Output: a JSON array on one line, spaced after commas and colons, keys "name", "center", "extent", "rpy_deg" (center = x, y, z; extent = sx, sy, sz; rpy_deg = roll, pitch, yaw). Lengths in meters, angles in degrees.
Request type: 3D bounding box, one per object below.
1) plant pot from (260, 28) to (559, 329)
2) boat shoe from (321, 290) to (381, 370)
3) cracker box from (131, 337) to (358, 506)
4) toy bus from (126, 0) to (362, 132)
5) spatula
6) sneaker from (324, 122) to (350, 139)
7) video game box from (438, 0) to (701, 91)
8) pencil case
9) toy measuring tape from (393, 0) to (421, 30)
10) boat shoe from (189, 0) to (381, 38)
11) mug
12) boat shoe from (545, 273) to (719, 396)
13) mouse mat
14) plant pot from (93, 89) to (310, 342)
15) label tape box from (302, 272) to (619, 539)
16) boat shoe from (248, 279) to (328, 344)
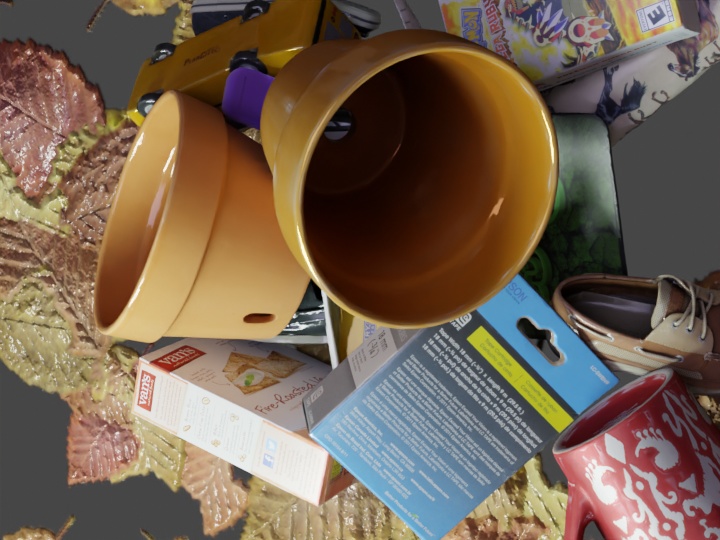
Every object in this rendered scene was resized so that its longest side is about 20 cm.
[{"name": "plant pot", "center": [0.015, -0.086, 1.092], "extent": [0.183, 0.198, 0.202], "rpy_deg": [42, 116, 59]}, {"name": "boat shoe", "center": [-0.005, 0.001, 1.201], "extent": [0.074, 0.086, 0.205], "rpy_deg": [1, 90, 13]}, {"name": "cracker box", "center": [-0.076, 0.116, 1.282], "extent": [0.198, 0.134, 0.058], "rpy_deg": [22, 113, 25]}, {"name": "toy bus", "center": [-0.100, -0.163, 1.247], "extent": [0.198, 0.078, 0.066], "rpy_deg": [-17, 48, 35]}, {"name": "spatula", "center": [-0.013, -0.120, 1.206], "extent": [0.197, 0.021, 0.057], "rpy_deg": [11, 134, -5]}, {"name": "sneaker", "center": [-0.007, -0.107, 1.275], "extent": [0.198, 0.066, 0.092], "rpy_deg": [16, 98, 25]}, {"name": "video game box", "center": [0.137, -0.242, 1.114], "extent": [0.181, 0.047, 0.203], "rpy_deg": [-18, 83, 32]}, {"name": "pencil case", "center": [0.204, -0.155, 1.153], "extent": [0.078, 0.090, 0.200], "rpy_deg": [38, 118, -25]}, {"name": "toy measuring tape", "center": [-0.009, -0.232, 1.186], "extent": [0.073, 0.073, 0.202], "rpy_deg": [-26, 85, 27]}, {"name": "boat shoe", "center": [-0.066, -0.205, 1.300], "extent": [0.198, 0.074, 0.063], "rpy_deg": [5, 94, 35]}, {"name": "mug", "center": [0.224, 0.193, 1.081], "extent": [0.201, 0.177, 0.133], "rpy_deg": [56, 146, -2]}, {"name": "boat shoe", "center": [0.234, 0.043, 1.125], "extent": [0.197, 0.072, 0.076], "rpy_deg": [3, 56, 13]}, {"name": "mouse mat", "center": [0.131, -0.031, 1.189], "extent": [0.159, 0.008, 0.202], "rpy_deg": [3, 119, 28]}, {"name": "plant pot", "center": [-0.118, -0.029, 1.219], "extent": [0.200, 0.139, 0.203], "rpy_deg": [-164, 90, -70]}, {"name": "label tape box", "center": [0.075, 0.092, 1.160], "extent": [0.200, 0.063, 0.144], "rpy_deg": [-42, 110, 9]}, {"name": "boat shoe", "center": [-0.026, 0.031, 1.289], "extent": [0.197, 0.074, 0.067], "rpy_deg": [0, 91, 28]}]
